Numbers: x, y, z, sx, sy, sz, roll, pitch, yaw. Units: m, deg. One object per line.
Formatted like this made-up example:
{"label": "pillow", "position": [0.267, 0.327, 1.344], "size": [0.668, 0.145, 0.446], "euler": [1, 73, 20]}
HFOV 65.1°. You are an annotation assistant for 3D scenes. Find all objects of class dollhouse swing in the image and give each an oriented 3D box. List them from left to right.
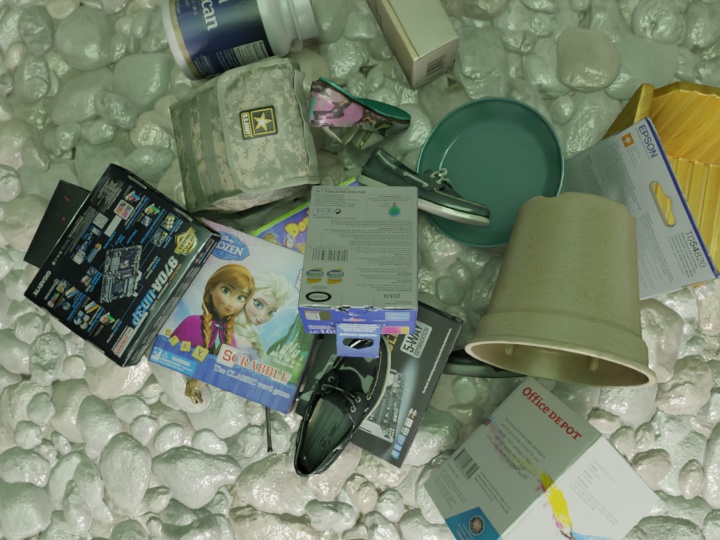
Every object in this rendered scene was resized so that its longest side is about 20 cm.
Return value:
{"label": "dollhouse swing", "position": [0.416, -0.100, 0.716], "size": [0.198, 0.182, 0.177], "euler": [13, 69, 4]}

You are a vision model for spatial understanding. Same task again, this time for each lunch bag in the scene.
{"label": "lunch bag", "position": [-0.145, -0.167, 0.740], "size": [0.199, 0.117, 0.165], "euler": [-14, 85, 36]}

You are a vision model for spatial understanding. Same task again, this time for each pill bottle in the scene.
{"label": "pill bottle", "position": [-0.164, -0.347, 0.793], "size": [0.198, 0.111, 0.112], "euler": [-14, 85, 3]}

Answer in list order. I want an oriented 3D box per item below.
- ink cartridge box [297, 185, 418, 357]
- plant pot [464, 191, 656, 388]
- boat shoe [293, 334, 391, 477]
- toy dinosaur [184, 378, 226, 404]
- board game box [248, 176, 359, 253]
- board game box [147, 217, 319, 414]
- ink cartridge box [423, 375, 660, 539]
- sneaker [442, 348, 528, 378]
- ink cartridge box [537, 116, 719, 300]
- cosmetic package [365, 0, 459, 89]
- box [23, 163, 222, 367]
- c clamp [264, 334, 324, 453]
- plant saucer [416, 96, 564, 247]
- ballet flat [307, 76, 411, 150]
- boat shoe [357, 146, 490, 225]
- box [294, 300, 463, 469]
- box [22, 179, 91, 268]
{"label": "ink cartridge box", "position": [0.000, 0.000, 0.671], "size": [0.135, 0.077, 0.201], "euler": [1, 60, 4]}
{"label": "plant pot", "position": [0.233, 0.020, 0.644], "size": [0.199, 0.201, 0.185], "euler": [12, 74, 5]}
{"label": "boat shoe", "position": [-0.028, 0.164, 0.683], "size": [0.074, 0.066, 0.200], "euler": [35, 100, 14]}
{"label": "toy dinosaur", "position": [-0.202, 0.095, 0.792], "size": [0.100, 0.058, 0.202], "euler": [8, 87, 6]}
{"label": "board game box", "position": [-0.063, -0.022, 0.790], "size": [0.199, 0.045, 0.135], "euler": [-29, 83, -1]}
{"label": "board game box", "position": [-0.149, 0.057, 0.741], "size": [0.199, 0.041, 0.201], "euler": [19, 85, 6]}
{"label": "ink cartridge box", "position": [0.213, 0.267, 0.685], "size": [0.200, 0.147, 0.146], "euler": [-46, 112, 0]}
{"label": "sneaker", "position": [0.197, 0.087, 0.758], "size": [0.198, 0.076, 0.115], "euler": [-7, 84, 0]}
{"label": "ink cartridge box", "position": [0.321, -0.060, 0.704], "size": [0.040, 0.200, 0.201], "euler": [-18, 85, -30]}
{"label": "cosmetic package", "position": [0.059, -0.370, 0.784], "size": [0.073, 0.104, 0.201], "euler": [-28, 84, 2]}
{"label": "box", "position": [-0.294, -0.007, 0.703], "size": [0.158, 0.046, 0.201], "euler": [33, 90, 5]}
{"label": "c clamp", "position": [-0.051, 0.149, 0.797], "size": [0.198, 0.027, 0.172], "euler": [-14, 80, 4]}
{"label": "plant saucer", "position": [0.174, -0.131, 0.768], "size": [0.199, 0.036, 0.202], "euler": [0, 89, 25]}
{"label": "ballet flat", "position": [-0.005, -0.199, 0.749], "size": [0.069, 0.199, 0.072], "euler": [36, 111, 27]}
{"label": "boat shoe", "position": [0.087, -0.114, 0.751], "size": [0.199, 0.073, 0.062], "euler": [25, 94, 29]}
{"label": "box", "position": [0.023, 0.124, 0.728], "size": [0.157, 0.050, 0.201], "euler": [24, 97, 14]}
{"label": "box", "position": [-0.331, -0.024, 0.784], "size": [0.199, 0.106, 0.123], "euler": [23, 88, 6]}
